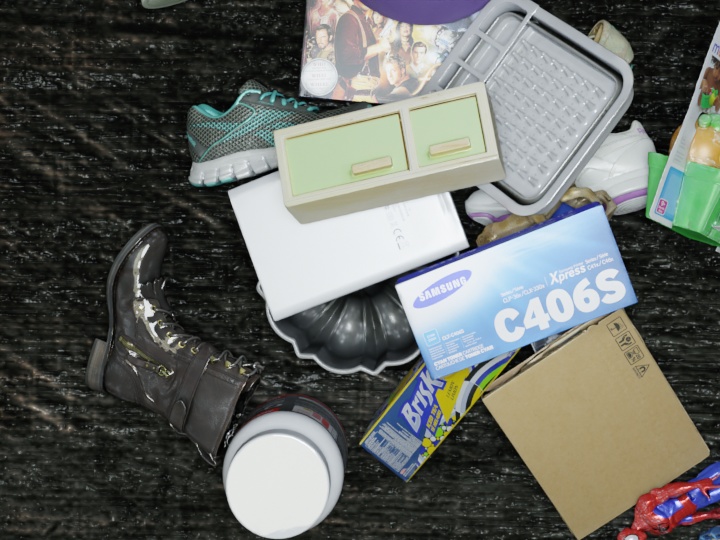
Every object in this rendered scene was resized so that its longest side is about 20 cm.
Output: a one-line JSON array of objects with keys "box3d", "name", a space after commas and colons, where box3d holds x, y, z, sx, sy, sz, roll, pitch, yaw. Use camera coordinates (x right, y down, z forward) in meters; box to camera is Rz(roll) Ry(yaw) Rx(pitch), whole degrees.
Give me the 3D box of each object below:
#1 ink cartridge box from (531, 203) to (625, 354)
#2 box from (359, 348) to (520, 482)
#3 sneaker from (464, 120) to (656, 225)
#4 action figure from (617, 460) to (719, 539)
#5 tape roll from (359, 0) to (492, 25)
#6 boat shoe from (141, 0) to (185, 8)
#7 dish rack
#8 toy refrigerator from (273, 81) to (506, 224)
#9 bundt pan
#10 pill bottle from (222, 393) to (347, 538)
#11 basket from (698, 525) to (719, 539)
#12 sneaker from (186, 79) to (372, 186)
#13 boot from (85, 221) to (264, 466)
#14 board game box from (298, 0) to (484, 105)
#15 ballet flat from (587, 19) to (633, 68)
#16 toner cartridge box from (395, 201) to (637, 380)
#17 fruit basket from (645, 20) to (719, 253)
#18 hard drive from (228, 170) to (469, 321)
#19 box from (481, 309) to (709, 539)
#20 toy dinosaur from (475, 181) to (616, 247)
[{"box3d": [0.202, 0.032, 1.420, 0.099, 0.039, 0.201, -23, 111, 9], "name": "ink cartridge box"}, {"box3d": [0.083, 0.106, 1.410, 0.064, 0.070, 0.200, 37, 117, -1], "name": "box"}, {"box3d": [0.198, -0.094, 1.445, 0.198, 0.075, 0.101, -12, 73, 2], "name": "sneaker"}, {"box3d": [0.342, 0.220, 1.449, 0.199, 0.052, 0.066, -31, 134, 4], "name": "action figure"}, {"box3d": [0.064, -0.345, 1.397, 0.198, 0.085, 0.202, 0, 79, 0], "name": "tape roll"}, {"box3d": [-0.136, -0.326, 1.434, 0.200, 0.072, 0.061, -29, 88, -5], "name": "boat shoe"}, {"box3d": [0.154, -0.152, 1.369, 0.172, 0.043, 0.200, -53, 51, 5], "name": "dish rack"}, {"box3d": [0.026, -0.106, 1.323, 0.198, 0.070, 0.077, -12, 75, 9], "name": "toy refrigerator"}, {"box3d": [0.000, 0.000, 1.435, 0.199, 0.076, 0.204, 0, 91, 5], "name": "bundt pan"}, {"box3d": [-0.071, 0.186, 1.387, 0.114, 0.200, 0.117, 0, 92, 1], "name": "pill bottle"}, {"box3d": [0.382, 0.311, 1.400, 0.200, 0.176, 0.139, -40, 93, -16], "name": "basket"}, {"box3d": [-0.085, -0.145, 1.422, 0.198, 0.078, 0.092, -14, 94, 11], "name": "sneaker"}, {"box3d": [-0.171, 0.070, 1.430, 0.173, 0.069, 0.202, 22, 104, 19], "name": "boot"}, {"box3d": [0.042, -0.231, 1.449, 0.198, 0.035, 0.137, 5, 93, 1], "name": "board game box"}, {"box3d": [0.180, -0.171, 1.433, 0.200, 0.067, 0.063, -40, 108, -6], "name": "ballet flat"}, {"box3d": [0.139, 0.018, 1.310, 0.198, 0.043, 0.096, -22, 94, 7], "name": "toner cartridge box"}, {"box3d": [0.353, -0.123, 1.385, 0.093, 0.185, 0.202, 27, 96, 37], "name": "fruit basket"}, {"box3d": [-0.011, -0.049, 1.383, 0.198, 0.025, 0.133, -21, 88, 7], "name": "hard drive"}, {"box3d": [0.232, 0.151, 1.432, 0.163, 0.021, 0.201, -33, 113, 4], "name": "box"}, {"box3d": [0.187, -0.078, 1.366, 0.101, 0.058, 0.200, 37, 86, 24], "name": "toy dinosaur"}]
